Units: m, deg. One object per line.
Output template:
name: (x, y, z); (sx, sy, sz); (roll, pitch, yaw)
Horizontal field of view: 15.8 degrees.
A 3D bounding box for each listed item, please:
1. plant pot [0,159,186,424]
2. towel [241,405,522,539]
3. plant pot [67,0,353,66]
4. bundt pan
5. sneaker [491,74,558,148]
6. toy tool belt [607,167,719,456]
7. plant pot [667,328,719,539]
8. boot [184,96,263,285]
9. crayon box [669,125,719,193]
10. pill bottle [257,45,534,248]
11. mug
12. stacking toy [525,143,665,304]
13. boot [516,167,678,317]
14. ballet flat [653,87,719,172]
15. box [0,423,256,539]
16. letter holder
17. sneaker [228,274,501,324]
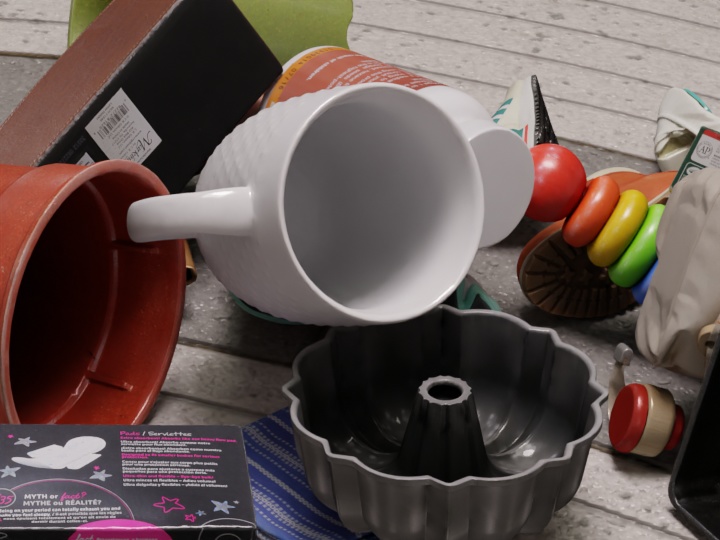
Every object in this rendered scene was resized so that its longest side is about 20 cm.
plant pot: (-0.247, 0.012, 1.670); (0.194, 0.202, 0.201); (12, 31, 27)
towel: (-0.003, 0.118, 1.674); (0.199, 0.024, 0.145); (-22, 39, -37)
plant pot: (-0.112, -0.190, 2.040); (0.189, 0.201, 0.200); (7, 28, -22)
bundt pan: (0.052, 0.105, 1.608); (0.200, 0.076, 0.202); (0, 31, 0)
sneaker: (0.101, -0.092, 1.990); (0.093, 0.071, 0.200); (-17, 19, 9)
toy tool belt: (0.249, 0.038, 1.697); (0.122, 0.201, 0.125); (15, 9, -15)
plant pot: (0.339, 0.100, 1.602); (0.177, 0.201, 0.199); (-4, 30, -34)
boot: (-0.136, -0.057, 1.875); (0.187, 0.069, 0.200); (-11, 32, -1)
crayon box: (0.335, -0.015, 1.816); (0.199, 0.059, 0.172); (27, -4, 31)
pill bottle: (0.025, -0.082, 1.802); (0.112, 0.113, 0.200); (-18, 27, -33)
mug: (-0.050, -0.037, 1.635); (0.199, 0.149, 0.175); (-4, 1, -29)
stacking toy: (0.192, -0.022, 1.799); (0.199, 0.086, 0.085); (35, 33, -3)
boot: (0.172, -0.025, 1.902); (0.199, 0.076, 0.107); (-22, 27, -36)
ballet flat: (0.265, -0.091, 2.013); (0.069, 0.070, 0.200); (-6, 21, -18)
box: (-0.163, 0.168, 1.465); (0.199, 0.133, 0.115); (1, 28, -7)
letter holder: (-0.179, -0.112, 1.826); (0.200, 0.101, 0.142); (-51, 34, -19)
sneaker: (0.000, 0.000, 1.822); (0.199, 0.078, 0.140); (18, 14, -10)
